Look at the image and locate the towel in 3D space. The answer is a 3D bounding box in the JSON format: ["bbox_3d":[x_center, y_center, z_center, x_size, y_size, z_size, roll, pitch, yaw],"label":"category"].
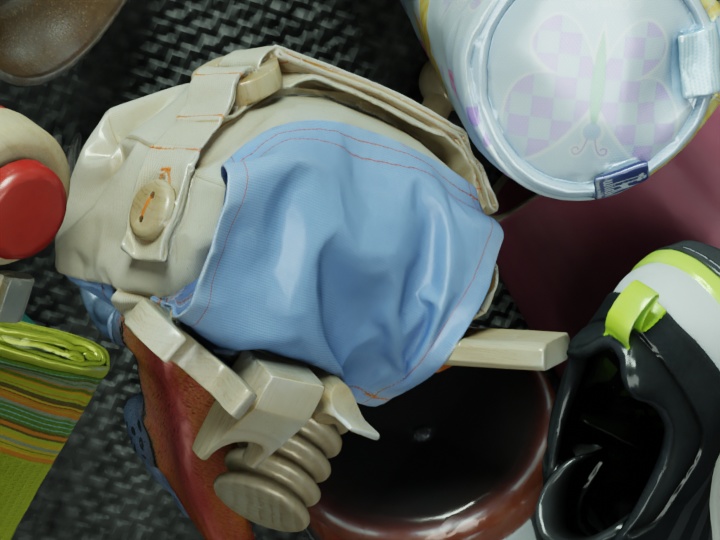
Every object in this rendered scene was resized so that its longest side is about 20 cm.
[{"bbox_3d":[-0.162,0.077,0.898,0.085,0.018,0.200,16,140,-15],"label":"towel"}]

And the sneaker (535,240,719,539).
[{"bbox_3d":[0.082,0.076,0.813,0.083,0.072,0.201,-29,137,-37],"label":"sneaker"}]

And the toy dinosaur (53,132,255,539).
[{"bbox_3d":[-0.049,0.034,0.884,0.104,0.201,0.182,-14,157,3],"label":"toy dinosaur"}]

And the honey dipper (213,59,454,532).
[{"bbox_3d":[0.000,0.000,0.888,0.038,0.038,0.201,33,63,-22],"label":"honey dipper"}]

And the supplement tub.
[{"bbox_3d":[0.042,0.122,0.947,0.106,0.107,0.201,-21,135,-2],"label":"supplement tub"}]

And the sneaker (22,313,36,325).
[{"bbox_3d":[-0.166,-0.024,0.884,0.080,0.078,0.200,-40,114,-3],"label":"sneaker"}]

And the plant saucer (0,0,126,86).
[{"bbox_3d":[-0.100,-0.162,0.788,0.032,0.200,0.202,15,111,13],"label":"plant saucer"}]

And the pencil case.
[{"bbox_3d":[0.064,-0.092,0.831,0.090,0.200,0.084,-22,110,0],"label":"pencil case"}]

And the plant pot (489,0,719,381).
[{"bbox_3d":[0.146,0.007,0.903,0.200,0.200,0.179,-42,98,7],"label":"plant pot"}]

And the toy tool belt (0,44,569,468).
[{"bbox_3d":[-0.032,-0.004,0.757,0.199,0.123,0.126,7,108,-44],"label":"toy tool belt"}]
